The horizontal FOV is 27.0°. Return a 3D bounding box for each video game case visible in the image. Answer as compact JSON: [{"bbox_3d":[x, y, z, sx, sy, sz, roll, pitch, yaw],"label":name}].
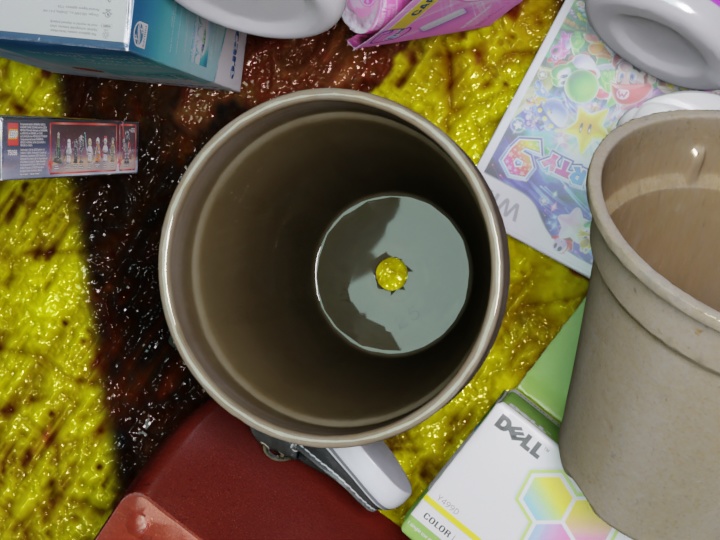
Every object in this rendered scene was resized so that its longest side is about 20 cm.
[{"bbox_3d":[0.169,-0.096,0.950,0.143,0.018,0.200,29,96,12],"label":"video game case"}]

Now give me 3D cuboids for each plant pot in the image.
[{"bbox_3d":[0.000,0.000,0.910,0.200,0.174,0.200,0,89,13],"label":"plant pot"},{"bbox_3d":[-0.094,0.215,0.927,0.200,0.176,0.200,36,96,13],"label":"plant pot"},{"bbox_3d":[0.193,0.046,0.799,0.200,0.200,0.184,24,128,13],"label":"plant pot"}]

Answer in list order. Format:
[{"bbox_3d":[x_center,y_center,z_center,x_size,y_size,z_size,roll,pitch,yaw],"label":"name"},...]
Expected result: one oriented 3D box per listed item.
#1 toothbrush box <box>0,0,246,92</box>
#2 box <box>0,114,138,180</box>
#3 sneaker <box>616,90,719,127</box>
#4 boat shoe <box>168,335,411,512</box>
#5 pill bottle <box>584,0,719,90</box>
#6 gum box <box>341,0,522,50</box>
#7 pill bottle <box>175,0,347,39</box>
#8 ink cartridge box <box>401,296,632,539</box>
[{"bbox_3d":[-0.169,-0.170,0.943,0.146,0.200,0.085,7,93,13],"label":"toothbrush box"},{"bbox_3d":[-0.243,-0.080,0.959,0.137,0.200,0.040,3,95,15],"label":"box"},{"bbox_3d":[0.255,-0.064,0.884,0.200,0.070,0.080,-7,68,2],"label":"sneaker"},{"bbox_3d":[-0.047,0.089,0.970,0.057,0.069,0.200,-47,66,6],"label":"boat shoe"},{"bbox_3d":[0.221,-0.214,0.886,0.104,0.104,0.200,28,80,13],"label":"pill bottle"},{"bbox_3d":[0.073,-0.203,0.883,0.200,0.113,0.066,-33,77,54],"label":"gum box"},{"bbox_3d":[-0.041,-0.244,0.855,0.116,0.116,0.200,11,74,14],"label":"pill bottle"},{"bbox_3d":[0.144,0.119,0.914,0.148,0.076,0.200,38,101,8],"label":"ink cartridge box"}]
